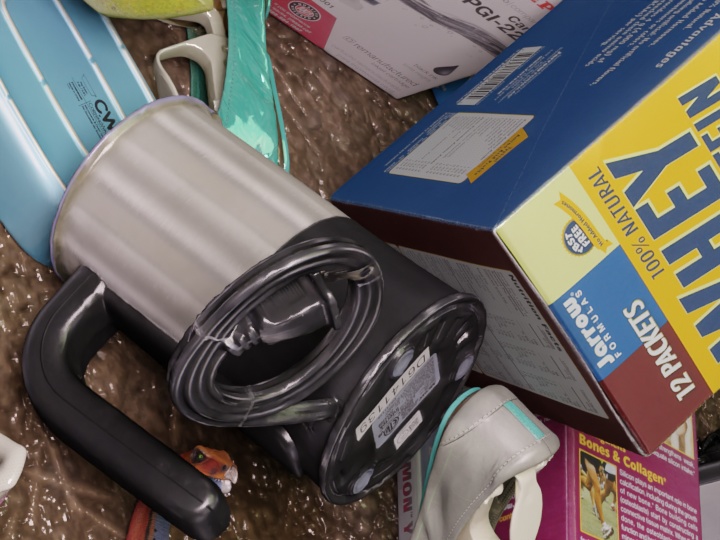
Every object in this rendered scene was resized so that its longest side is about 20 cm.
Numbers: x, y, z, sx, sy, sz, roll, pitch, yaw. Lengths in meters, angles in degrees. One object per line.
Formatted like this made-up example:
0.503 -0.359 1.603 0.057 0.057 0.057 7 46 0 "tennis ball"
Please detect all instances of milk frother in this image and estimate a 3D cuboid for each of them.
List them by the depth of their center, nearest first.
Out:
-0.061 -0.001 0.724 0.188 0.201 0.180 35 53 23 "milk frother"

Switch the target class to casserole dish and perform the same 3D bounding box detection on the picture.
-0.161 -0.096 0.828 0.121 0.039 0.201 -35 99 -49 "casserole dish"

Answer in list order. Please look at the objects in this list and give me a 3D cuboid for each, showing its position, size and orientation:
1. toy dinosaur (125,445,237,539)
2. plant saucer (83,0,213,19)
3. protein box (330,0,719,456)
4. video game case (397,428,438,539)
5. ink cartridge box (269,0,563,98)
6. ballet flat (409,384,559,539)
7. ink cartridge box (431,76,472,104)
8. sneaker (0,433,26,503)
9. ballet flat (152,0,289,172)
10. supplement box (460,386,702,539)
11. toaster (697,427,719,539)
-0.100 0.163 0.733 0.199 0.105 0.182 7 47 -34 "toy dinosaur"
-0.171 -0.214 0.818 0.199 0.048 0.200 39 16 -28 "plant saucer"
0.126 -0.039 0.808 0.198 0.200 0.135 -40 110 -13 "protein box"
0.098 0.127 1.009 0.199 0.023 0.184 23 56 -39 "video game case"
0.049 -0.190 0.970 0.145 0.199 0.085 29 62 -35 "ink cartridge box"
0.053 0.145 0.825 0.064 0.201 0.067 37 45 23 "ballet flat"
0.168 -0.149 1.085 0.144 0.199 0.148 -19 85 -50 "ink cartridge box"
-0.227 0.041 0.645 0.200 0.090 0.075 35 48 -31 "sneaker"
-0.084 -0.133 0.912 0.070 0.067 0.201 7 63 -30 "ballet flat"
0.124 0.130 0.940 0.131 0.103 0.201 28 53 -35 "supplement box"
0.303 0.156 1.103 0.180 0.199 0.119 -15 84 -57 "toaster"
